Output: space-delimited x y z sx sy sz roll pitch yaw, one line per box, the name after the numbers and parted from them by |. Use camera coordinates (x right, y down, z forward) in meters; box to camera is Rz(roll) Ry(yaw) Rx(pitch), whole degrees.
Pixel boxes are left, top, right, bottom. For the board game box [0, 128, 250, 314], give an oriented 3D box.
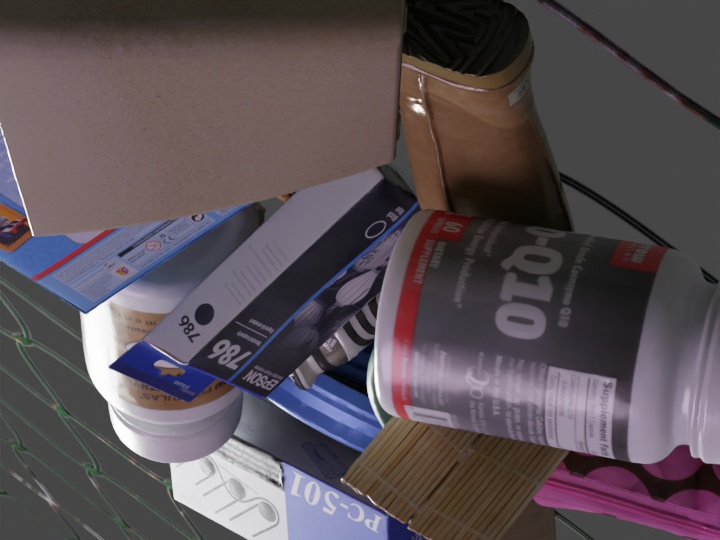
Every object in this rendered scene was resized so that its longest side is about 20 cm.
-0.169 -0.067 1.219 0.151 0.037 0.200 -32 133 27 | board game box

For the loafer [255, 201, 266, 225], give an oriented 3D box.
-0.095 0.043 1.604 0.063 0.201 0.072 28 -157 25 | loafer

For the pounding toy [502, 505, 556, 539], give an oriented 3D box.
0.009 0.165 1.647 0.200 0.184 0.143 11 108 55 | pounding toy

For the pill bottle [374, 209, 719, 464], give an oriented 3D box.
0.116 0.038 1.181 0.199 0.114 0.114 9 153 15 | pill bottle

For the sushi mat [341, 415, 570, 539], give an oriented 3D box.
0.085 0.067 1.244 0.096 0.200 0.012 32 159 24 | sushi mat

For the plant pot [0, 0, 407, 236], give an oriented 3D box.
-0.065 -0.139 1.038 0.176 0.201 0.200 3 157 0 | plant pot

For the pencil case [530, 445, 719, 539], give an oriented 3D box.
0.139 0.108 1.303 0.199 0.091 0.094 14 -156 -7 | pencil case

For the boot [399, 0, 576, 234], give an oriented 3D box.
0.029 -0.086 1.208 0.175 0.066 0.200 31 161 24 | boot

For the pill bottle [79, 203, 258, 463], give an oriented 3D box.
-0.120 0.031 1.420 0.114 0.114 0.200 32 147 21 | pill bottle

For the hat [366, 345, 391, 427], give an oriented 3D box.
0.085 0.017 1.414 0.200 0.176 0.166 -25 125 25 | hat

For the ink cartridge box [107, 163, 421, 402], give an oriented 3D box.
-0.045 0.015 1.313 0.039 0.200 0.099 54 -167 28 | ink cartridge box

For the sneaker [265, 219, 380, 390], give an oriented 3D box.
0.000 0.000 1.452 0.076 0.115 0.201 60 -171 -22 | sneaker

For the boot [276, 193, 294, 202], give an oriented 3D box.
-0.073 -0.078 1.418 0.144 0.071 0.201 41 167 -24 | boot

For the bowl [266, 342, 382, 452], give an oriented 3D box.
0.006 0.085 1.539 0.200 0.039 0.201 25 -170 -4 | bowl

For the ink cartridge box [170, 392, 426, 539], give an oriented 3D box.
-0.045 0.149 1.524 0.200 0.044 0.094 24 134 31 | ink cartridge box
